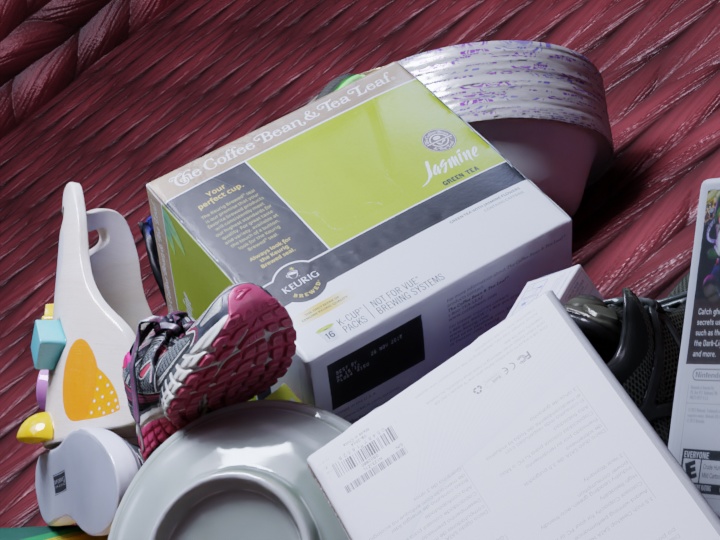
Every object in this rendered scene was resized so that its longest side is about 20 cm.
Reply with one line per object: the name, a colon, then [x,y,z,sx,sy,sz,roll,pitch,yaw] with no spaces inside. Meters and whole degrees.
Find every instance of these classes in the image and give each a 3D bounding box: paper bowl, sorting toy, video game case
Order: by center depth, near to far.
video game case: [0.229,0.039,1.103,0.200,0.023,0.183,-3,78,60]
sorting toy: [-0.181,0.034,1.557,0.106,0.181,0.200,-7,-11,8]
paper bowl: [0.085,-0.081,1.615,0.200,0.105,0.201,-7,-18,-2]

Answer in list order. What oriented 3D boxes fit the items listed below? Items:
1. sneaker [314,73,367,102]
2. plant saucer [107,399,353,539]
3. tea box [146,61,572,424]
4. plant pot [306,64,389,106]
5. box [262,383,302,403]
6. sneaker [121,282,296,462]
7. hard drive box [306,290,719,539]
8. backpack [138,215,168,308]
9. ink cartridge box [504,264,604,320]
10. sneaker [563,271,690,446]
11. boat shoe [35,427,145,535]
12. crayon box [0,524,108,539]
sneaker: [-0.061,-0.060,1.545,0.084,0.077,0.200,42,101,31]
plant saucer: [-0.065,0.168,1.240,0.200,0.201,0.050,-32,-22,13]
tea box: [0.000,0.000,1.421,0.200,0.134,0.197,-27,51,-20]
plant pot: [0.051,-0.111,1.710,0.200,0.200,0.028,-22,65,37]
box: [-0.079,0.149,1.379,0.050,0.075,0.200,-39,-6,-38]
sneaker: [-0.102,0.053,1.314,0.080,0.075,0.200,-17,-15,-29]
hard drive box: [0.087,0.133,1.073,0.156,0.077,0.200,-35,47,3]
backpack: [-0.068,0.004,1.689,0.168,0.163,0.200,-34,17,-4]
ink cartridge box: [0.100,0.094,1.260,0.044,0.094,0.200,-20,23,40]
sneaker: [0.166,0.035,1.258,0.076,0.114,0.200,-17,24,41]
boat shoe: [-0.161,0.141,1.456,0.066,0.070,0.200,-4,-9,-22]
crayon box: [-0.196,0.231,1.436,0.118,0.058,0.200,-2,18,-5]
